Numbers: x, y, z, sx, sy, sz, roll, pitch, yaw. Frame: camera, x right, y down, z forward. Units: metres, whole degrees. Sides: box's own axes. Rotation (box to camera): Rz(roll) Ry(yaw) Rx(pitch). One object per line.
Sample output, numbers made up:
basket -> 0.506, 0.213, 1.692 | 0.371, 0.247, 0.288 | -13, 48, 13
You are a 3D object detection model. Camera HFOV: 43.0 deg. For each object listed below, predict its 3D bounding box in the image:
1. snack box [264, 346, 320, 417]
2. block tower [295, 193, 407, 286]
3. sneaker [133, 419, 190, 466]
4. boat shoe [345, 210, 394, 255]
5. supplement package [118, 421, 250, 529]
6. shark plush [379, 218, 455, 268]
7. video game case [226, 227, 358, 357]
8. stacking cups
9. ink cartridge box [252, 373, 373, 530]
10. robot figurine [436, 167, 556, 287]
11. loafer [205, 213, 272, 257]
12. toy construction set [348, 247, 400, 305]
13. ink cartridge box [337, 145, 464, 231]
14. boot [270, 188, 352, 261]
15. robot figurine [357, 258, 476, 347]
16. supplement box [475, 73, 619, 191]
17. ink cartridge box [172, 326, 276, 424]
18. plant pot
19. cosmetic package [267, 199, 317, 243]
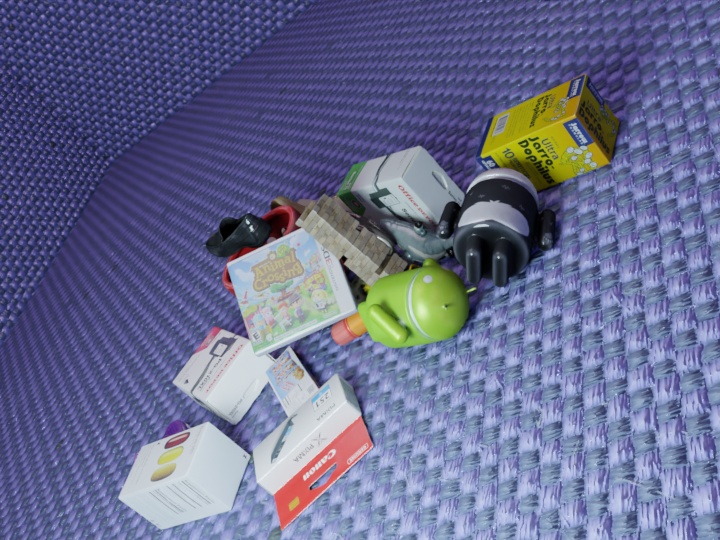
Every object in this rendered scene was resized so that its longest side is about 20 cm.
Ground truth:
snack box -> -0.120, 0.203, 1.638 | 0.072, 0.024, 0.200 | -47, 26, 0
block tower -> -0.015, -0.047, 1.580 | 0.058, 0.199, 0.054 | -47, 7, 47
sneaker -> -0.385, 0.359, 1.742 | 0.080, 0.088, 0.202 | -29, 29, 33
boat shoe -> -0.014, -0.084, 1.651 | 0.198, 0.067, 0.057 | 19, 59, 33
supplement package -> -0.307, 0.360, 1.596 | 0.198, 0.110, 0.115 | -25, 33, 37
shark plush -> 0.106, -0.049, 1.578 | 0.091, 0.084, 0.199 | -40, 25, -13
video game case -> -0.122, 0.029, 1.602 | 0.197, 0.022, 0.184 | -24, 68, 8
stacking cups -> 0.029, 0.064, 1.568 | 0.199, 0.060, 0.061 | -33, 28, 25
ink cartridge box -> -0.080, 0.281, 1.443 | 0.200, 0.045, 0.177 | -43, 25, 7
robot figurine -> 0.211, -0.067, 1.414 | 0.125, 0.149, 0.202 | -42, 20, 44
loafer -> -0.245, -0.073, 1.754 | 0.199, 0.070, 0.069 | -11, 43, 51
toy construction set -> 0.000, 0.000, 1.685 | 0.130, 0.092, 0.203 | -14, 51, 48
ink cartridge box -> 0.075, -0.137, 1.691 | 0.199, 0.147, 0.084 | -9, 44, 53
boot -> -0.070, -0.127, 1.861 | 0.156, 0.198, 0.072 | -59, -2, -29
robot figurine -> 0.087, 0.057, 1.426 | 0.198, 0.117, 0.175 | -14, 15, 48
supplement box -> 0.304, -0.213, 1.494 | 0.198, 0.109, 0.110 | -21, 34, 42
ink cartridge box -> -0.266, 0.202, 1.790 | 0.146, 0.084, 0.199 | -54, 27, -15
plant pot -> -0.140, 0.008, 1.765 | 0.199, 0.182, 0.202 | -35, 28, 21
cosmetic package -> -0.136, -0.041, 1.925 | 0.201, 0.103, 0.087 | -55, 28, -15
